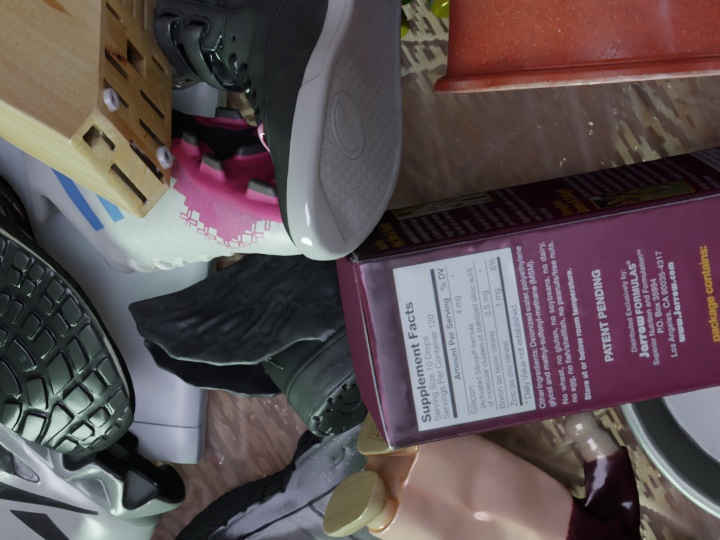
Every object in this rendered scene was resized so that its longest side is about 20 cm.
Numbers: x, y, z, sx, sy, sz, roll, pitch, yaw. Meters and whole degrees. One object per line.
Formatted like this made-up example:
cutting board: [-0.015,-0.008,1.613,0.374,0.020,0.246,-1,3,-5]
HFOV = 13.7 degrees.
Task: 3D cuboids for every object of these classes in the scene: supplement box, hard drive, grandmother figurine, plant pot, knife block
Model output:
supplement box: [0.095,0.009,1.295,0.199,0.110,0.086,-11,100,-4]
hard drive: [-0.134,-0.012,1.438,0.131,0.027,0.201,6,103,9]
grandmother figurine: [0.087,0.123,1.385,0.200,0.061,0.122,28,88,-22]
plant pot: [0.124,-0.180,1.280,0.200,0.201,0.196,-3,93,11]
knife block: [-0.172,-0.098,1.341,0.175,0.200,0.064,-18,141,21]

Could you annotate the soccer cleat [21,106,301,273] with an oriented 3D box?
soccer cleat: [-0.078,-0.031,1.347,0.200,0.070,0.087,25,121,40]

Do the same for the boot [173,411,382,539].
boot: [-0.014,0.155,1.436,0.200,0.070,0.132,-38,99,20]

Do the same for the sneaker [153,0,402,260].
sneaker: [-0.039,-0.080,1.282,0.099,0.200,0.071,-13,142,22]

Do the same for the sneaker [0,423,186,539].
sneaker: [-0.188,0.081,1.417,0.200,0.074,0.089,38,107,-1]

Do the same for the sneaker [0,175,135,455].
sneaker: [-0.166,-0.007,1.383,0.200,0.088,0.076,48,115,1]

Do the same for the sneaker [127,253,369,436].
sneaker: [0.001,0.001,1.393,0.200,0.060,0.104,-37,60,-9]

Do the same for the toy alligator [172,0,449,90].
toy alligator: [-0.010,-0.131,1.360,0.200,0.054,0.059,-23,79,5]

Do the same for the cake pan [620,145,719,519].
cake pan: [0.214,0.027,1.379,0.200,0.037,0.201,2,103,10]
